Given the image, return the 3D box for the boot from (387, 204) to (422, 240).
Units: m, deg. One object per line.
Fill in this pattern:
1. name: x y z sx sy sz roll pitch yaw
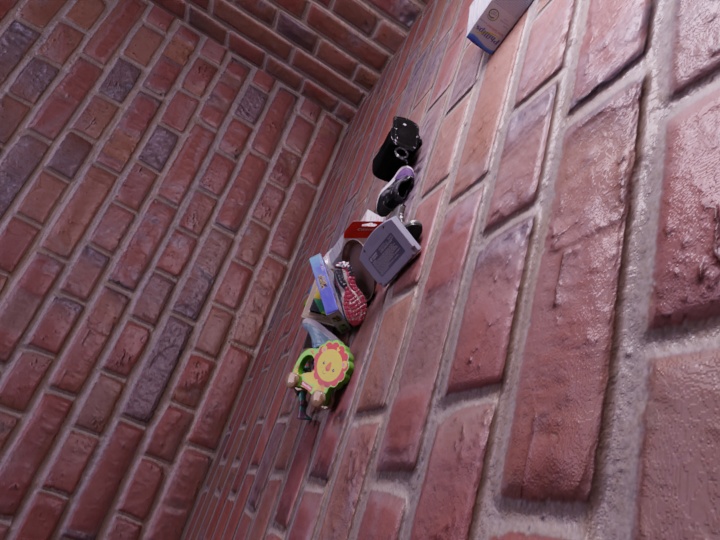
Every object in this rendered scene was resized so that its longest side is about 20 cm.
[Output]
1. boot: 0.118 -0.139 1.524 0.200 0.065 0.135 137 141 -60

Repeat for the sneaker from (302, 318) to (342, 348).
1. sneaker: -0.137 0.226 1.692 0.197 0.075 0.082 28 66 41

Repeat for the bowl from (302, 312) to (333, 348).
1. bowl: -0.140 0.194 1.879 0.201 0.087 0.208 -162 89 -87

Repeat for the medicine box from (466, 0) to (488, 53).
1. medicine box: 0.409 -0.785 1.530 0.200 0.100 0.186 -49 21 48

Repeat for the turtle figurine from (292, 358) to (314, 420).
1. turtle figurine: -0.172 0.373 1.682 0.150 0.097 0.208 53 -139 -73

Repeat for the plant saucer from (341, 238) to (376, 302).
1. plant saucer: 0.000 0.000 1.665 0.198 0.031 0.208 28 124 52

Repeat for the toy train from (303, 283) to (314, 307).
1. toy train: -0.182 0.155 2.089 0.203 0.113 0.085 -59 14 20

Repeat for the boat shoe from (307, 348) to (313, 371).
1. boat shoe: -0.161 0.337 1.815 0.203 0.062 0.074 104 173 -52

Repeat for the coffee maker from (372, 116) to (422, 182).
1. coffee maker: 0.118 -0.415 1.876 0.194 0.133 0.201 -57 0 -35

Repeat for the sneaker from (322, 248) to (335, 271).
1. sneaker: -0.077 -0.011 1.940 0.100 0.077 0.201 -52 -31 -9

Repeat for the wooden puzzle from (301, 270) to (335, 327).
1. wooden puzzle: -0.094 0.090 1.777 0.038 0.179 0.205 68 -142 -57

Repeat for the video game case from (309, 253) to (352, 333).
1. video game case: -0.094 0.077 1.662 0.182 0.044 0.205 64 -174 -62

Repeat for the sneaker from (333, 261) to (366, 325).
1. sneaker: -0.034 0.076 1.655 0.075 0.078 0.207 125 133 -64

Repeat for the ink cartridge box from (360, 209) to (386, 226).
1. ink cartridge box: 0.023 -0.138 1.927 0.202 0.066 0.118 -57 16 31

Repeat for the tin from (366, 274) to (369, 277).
1. tin: 0.070 -0.060 1.687 0.204 0.041 0.113 -62 18 15

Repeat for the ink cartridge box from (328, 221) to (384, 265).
1. ink cartridge box: 0.001 -0.091 1.753 0.200 0.156 0.049 -48 54 47

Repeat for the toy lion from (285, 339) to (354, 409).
1. toy lion: -0.113 0.294 1.552 0.196 0.068 0.197 20 83 40

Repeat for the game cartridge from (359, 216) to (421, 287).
1. game cartridge: 0.077 -0.056 1.473 0.041 0.135 0.200 -26 -15 -41

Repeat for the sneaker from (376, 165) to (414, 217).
1. sneaker: 0.116 -0.257 1.787 0.202 0.074 0.089 -57 22 30
